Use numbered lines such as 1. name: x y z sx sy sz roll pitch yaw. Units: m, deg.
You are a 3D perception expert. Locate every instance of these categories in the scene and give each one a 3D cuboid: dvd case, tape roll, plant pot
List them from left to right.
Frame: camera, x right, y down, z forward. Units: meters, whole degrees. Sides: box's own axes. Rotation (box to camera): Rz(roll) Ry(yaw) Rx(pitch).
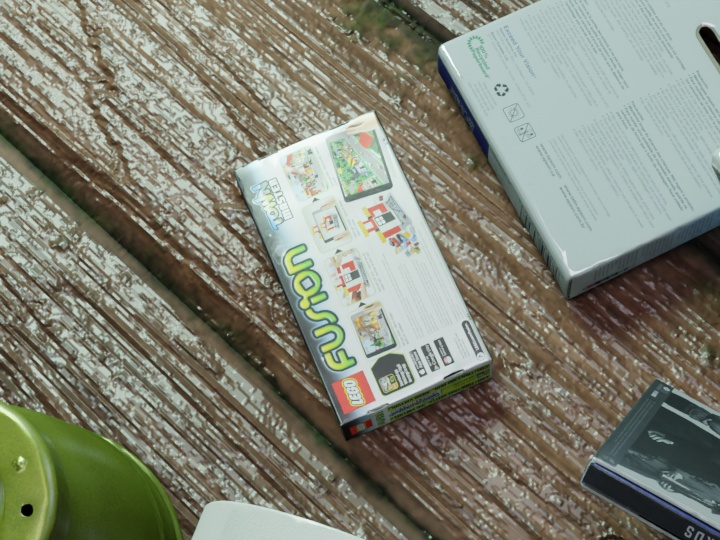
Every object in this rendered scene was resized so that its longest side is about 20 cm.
1. plant pot: -0.219 0.162 0.946 0.198 0.193 0.203 -2 67 5
2. tape roll: -0.006 0.188 0.911 0.201 0.203 0.037 18 71 12
3. dvd case: 0.240 0.141 0.945 0.199 0.150 0.025 29 114 16

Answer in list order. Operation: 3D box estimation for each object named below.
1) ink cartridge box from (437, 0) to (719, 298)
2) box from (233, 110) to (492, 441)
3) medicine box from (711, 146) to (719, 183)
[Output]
1. ink cartridge box: 0.182 -0.108 1.099 0.198 0.043 0.198 -24 68 -8
2. box: 0.000 0.000 1.075 0.109 0.035 0.202 -22 68 -4
3. medicine box: 0.334 -0.057 0.958 0.199 0.182 0.103 -39 50 2
